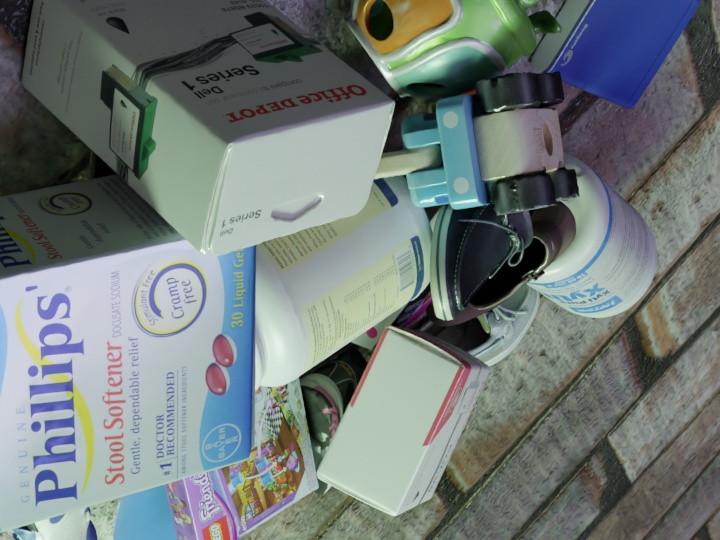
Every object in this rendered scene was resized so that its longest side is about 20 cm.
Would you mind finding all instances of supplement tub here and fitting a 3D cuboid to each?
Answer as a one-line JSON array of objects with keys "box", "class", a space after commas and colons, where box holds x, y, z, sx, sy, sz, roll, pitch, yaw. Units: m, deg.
[{"box": [-0.055, 0.001, 1.220, 0.199, 0.145, 0.146, -32, 146, -28], "class": "supplement tub"}, {"box": [0.215, -0.033, 1.566, 0.132, 0.132, 0.200, -53, 149, 6], "class": "supplement tub"}]

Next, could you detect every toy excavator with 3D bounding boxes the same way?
[{"box": [0.045, -0.081, 1.156, 0.194, 0.198, 0.101, -15, 95, -66], "class": "toy excavator"}]

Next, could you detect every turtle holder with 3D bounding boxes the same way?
[{"box": [0.062, -0.202, 1.187, 0.131, 0.141, 0.186, -37, -172, 6], "class": "turtle holder"}]

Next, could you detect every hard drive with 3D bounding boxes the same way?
[{"box": [0.251, -0.233, 1.495, 0.199, 0.025, 0.133, 8, 118, -57], "class": "hard drive"}]

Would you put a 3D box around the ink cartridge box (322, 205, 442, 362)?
[{"box": [0.048, 0.010, 1.373, 0.200, 0.037, 0.095, -51, 169, 30], "class": "ink cartridge box"}]

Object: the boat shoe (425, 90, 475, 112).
[{"box": [0.097, -0.107, 1.376, 0.063, 0.071, 0.201, -50, 151, -22], "class": "boat shoe"}]

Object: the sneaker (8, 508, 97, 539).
[{"box": [-0.234, 0.162, 1.214, 0.115, 0.081, 0.200, -37, 148, -7], "class": "sneaker"}]

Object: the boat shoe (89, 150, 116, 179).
[{"box": [-0.166, -0.018, 1.081, 0.059, 0.071, 0.202, 0, 103, -44], "class": "boat shoe"}]

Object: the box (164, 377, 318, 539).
[{"box": [-0.112, 0.131, 1.326, 0.136, 0.039, 0.202, -28, 122, -34], "class": "box"}]

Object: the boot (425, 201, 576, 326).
[{"box": [0.117, 0.003, 1.409, 0.200, 0.070, 0.146, -46, -179, 25], "class": "boot"}]

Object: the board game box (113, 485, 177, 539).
[{"box": [-0.155, 0.184, 1.392, 0.200, 0.039, 0.159, -39, 144, -26], "class": "board game box"}]

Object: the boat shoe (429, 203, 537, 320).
[{"box": [0.106, -0.037, 1.246, 0.201, 0.062, 0.075, -58, 146, -42], "class": "boat shoe"}]

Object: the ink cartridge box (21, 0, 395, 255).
[{"box": [-0.097, -0.111, 0.978, 0.145, 0.200, 0.085, -20, 139, -42], "class": "ink cartridge box"}]

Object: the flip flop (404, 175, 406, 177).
[{"box": [0.000, 0.000, 1.383, 0.081, 0.057, 0.201, 1, 123, -54], "class": "flip flop"}]

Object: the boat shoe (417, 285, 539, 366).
[{"box": [0.103, 0.066, 1.587, 0.201, 0.075, 0.065, -34, 152, -14], "class": "boat shoe"}]

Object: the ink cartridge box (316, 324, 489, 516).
[{"box": [0.045, 0.132, 1.397, 0.148, 0.082, 0.200, -65, 168, 2], "class": "ink cartridge box"}]

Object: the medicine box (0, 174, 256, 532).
[{"box": [-0.175, 0.047, 0.986, 0.198, 0.103, 0.184, -14, 123, -29], "class": "medicine box"}]

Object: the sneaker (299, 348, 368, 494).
[{"box": [-0.025, 0.142, 1.462, 0.086, 0.080, 0.200, -40, 168, -27], "class": "sneaker"}]
